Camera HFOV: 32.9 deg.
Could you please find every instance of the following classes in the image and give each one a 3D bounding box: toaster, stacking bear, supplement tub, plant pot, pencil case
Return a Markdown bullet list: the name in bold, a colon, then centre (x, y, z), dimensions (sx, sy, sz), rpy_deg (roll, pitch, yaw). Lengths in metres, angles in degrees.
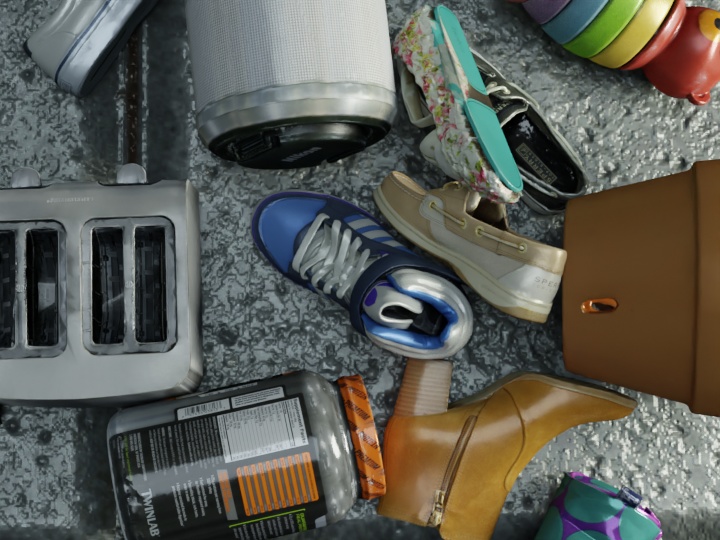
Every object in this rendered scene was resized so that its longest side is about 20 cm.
- **toaster**: centre (-0.216, 0.023, 0.948), dimensions (0.179, 0.119, 0.202), rpy_deg (-2, 82, -3)
- **stacking bear**: centre (0.223, -0.218, 1.014), dimensions (0.199, 0.114, 0.122), rpy_deg (33, 52, -10)
- **supplement tub**: centre (-0.086, 0.148, 0.942), dimensions (0.199, 0.123, 0.123), rpy_deg (-11, 84, -6)
- **plant pot**: centre (0.231, 0.014, 0.956), dimensions (0.139, 0.200, 0.202), rpy_deg (0, 83, 12)
- **pencil case**: centre (0.164, 0.263, 0.965), dimensions (0.092, 0.085, 0.201), rpy_deg (26, 83, 16)

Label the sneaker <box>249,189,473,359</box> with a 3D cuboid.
- **sneaker**: centre (0.000, 0.000, 0.948), dimensions (0.199, 0.146, 0.081), rpy_deg (31, 94, -2)

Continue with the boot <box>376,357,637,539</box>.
- **boot**: centre (0.117, 0.152, 0.990), dimensions (0.200, 0.071, 0.145), rpy_deg (8, 89, 0)

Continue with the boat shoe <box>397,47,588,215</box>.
- **boat shoe**: centre (0.114, -0.130, 1.017), dimensions (0.200, 0.064, 0.071), rpy_deg (42, 82, 3)

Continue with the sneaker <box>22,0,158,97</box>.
- **sneaker**: centre (-0.202, -0.242, 1.003), dimensions (0.071, 0.073, 0.201), rpy_deg (36, 83, -3)

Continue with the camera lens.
- **camera lens**: centre (-0.057, -0.189, 0.963), dimensions (0.159, 0.160, 0.202), rpy_deg (-6, 84, -5)

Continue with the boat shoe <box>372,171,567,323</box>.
- **boat shoe**: centre (0.088, -0.035, 0.957), dimensions (0.200, 0.073, 0.069), rpy_deg (40, 109, 39)

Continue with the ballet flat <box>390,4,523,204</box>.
- **ballet flat**: centre (0.071, -0.121, 0.953), dimensions (0.064, 0.075, 0.201), rpy_deg (-34, 52, 25)
